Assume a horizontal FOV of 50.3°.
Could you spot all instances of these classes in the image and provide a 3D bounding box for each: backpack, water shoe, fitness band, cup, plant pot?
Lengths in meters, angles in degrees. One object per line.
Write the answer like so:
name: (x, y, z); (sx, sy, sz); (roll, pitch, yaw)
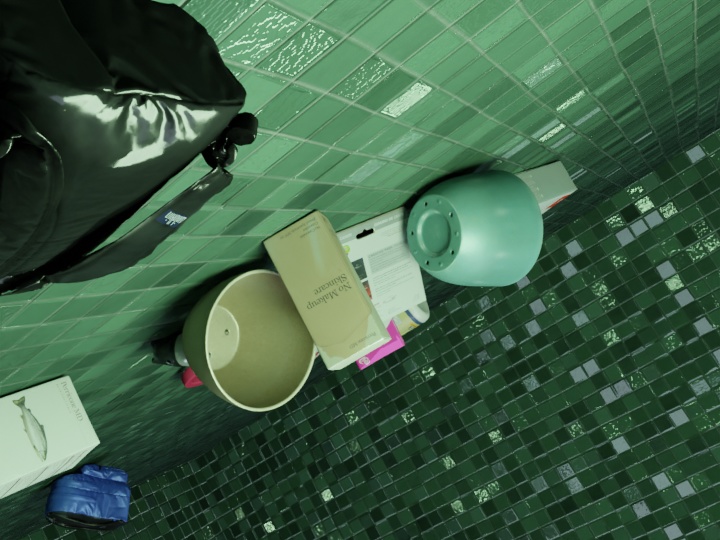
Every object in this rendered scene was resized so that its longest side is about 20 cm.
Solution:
backpack: (-0.179, -0.069, 0.431); (0.200, 0.127, 0.166); (-36, 157, 35)
water shoe: (-0.288, 0.124, 1.285); (0.078, 0.072, 0.200); (-3, 174, 7)
fitness band: (-0.299, 0.191, 1.618); (0.143, 0.038, 0.200); (-36, 170, 16)
backpack: (-0.735, 0.610, 2.059); (0.199, 0.169, 0.163); (13, 144, -25)
cup: (-0.186, 0.101, 1.141); (0.143, 0.202, 0.200); (-3, -168, 44)
plant pot: (0.174, -0.066, 1.279); (0.160, 0.202, 0.200); (-6, 157, -40)

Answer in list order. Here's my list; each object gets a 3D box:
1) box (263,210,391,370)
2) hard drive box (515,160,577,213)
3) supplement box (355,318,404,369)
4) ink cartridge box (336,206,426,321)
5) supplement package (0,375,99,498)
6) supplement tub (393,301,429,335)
box: (-0.045, 0.030, 1.068); (0.095, 0.201, 0.078); (-30, 170, 5)
hard drive box: (0.345, -0.150, 1.655); (0.199, 0.077, 0.156); (-21, 167, -42)
supplement box: (-0.003, 0.089, 1.491); (0.103, 0.102, 0.200); (-29, -155, -6)
ink cartridge box: (0.000, 0.000, 1.301); (0.199, 0.177, 0.084); (-23, -161, -33)
supplement package: (-0.500, 0.249, 1.086); (0.199, 0.117, 0.117); (-19, 165, -49)
supplement tub: (0.053, 0.105, 1.871); (0.199, 0.145, 0.144); (-33, 169, 16)
